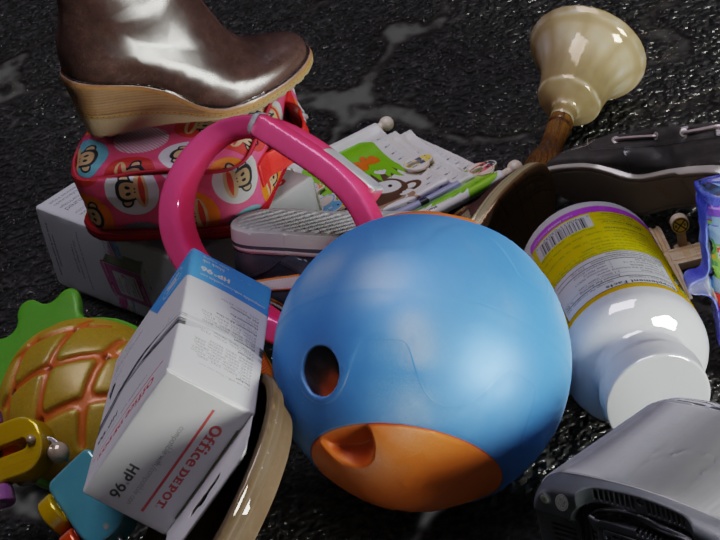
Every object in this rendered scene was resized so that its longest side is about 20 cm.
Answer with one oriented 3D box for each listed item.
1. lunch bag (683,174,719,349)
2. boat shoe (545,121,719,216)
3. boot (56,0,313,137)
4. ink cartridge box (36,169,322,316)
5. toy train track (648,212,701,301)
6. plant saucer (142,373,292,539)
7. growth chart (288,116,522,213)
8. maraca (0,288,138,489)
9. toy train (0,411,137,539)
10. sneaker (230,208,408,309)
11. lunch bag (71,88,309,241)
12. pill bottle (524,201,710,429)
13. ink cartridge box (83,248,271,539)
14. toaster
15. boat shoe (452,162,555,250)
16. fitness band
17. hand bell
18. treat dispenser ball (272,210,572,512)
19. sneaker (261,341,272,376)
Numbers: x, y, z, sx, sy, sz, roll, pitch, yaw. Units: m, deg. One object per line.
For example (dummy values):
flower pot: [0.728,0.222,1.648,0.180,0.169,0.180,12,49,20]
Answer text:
lunch bag: [0.322,-0.003,1.562,0.199,0.151,0.094,-10,30,6]
boat shoe: [0.232,-0.083,1.789,0.199,0.067,0.057,2,56,44]
boot: [-0.137,-0.196,1.741,0.199,0.167,0.072,-16,34,-14]
ink cartridge box: [-0.144,-0.031,1.870,0.200,0.085,0.144,19,44,41]
toy train track: [0.268,-0.025,1.738,0.199,0.033,0.115,-13,30,0]
plant saucer: [-0.098,0.160,1.477,0.029,0.200,0.200,29,30,-12]
growth chart: [0.024,-0.079,1.947,0.144,0.018,0.200,-32,34,-26]
maraca: [-0.212,0.087,1.669,0.137,0.107,0.200,-43,47,-11]
toy train: [-0.227,0.177,1.569,0.199,0.056,0.151,8,81,27]
sneaker: [0.000,0.000,1.701,0.199,0.080,0.078,4,22,26]
lunch bag: [-0.123,-0.102,1.814,0.175,0.082,0.200,-2,32,16]
pill bottle: [0.182,0.039,1.598,0.104,0.105,0.200,-15,31,-2]
ink cartridge box: [-0.121,0.088,1.502,0.068,0.116,0.200,29,27,-13]
toaster: [0.213,0.155,1.384,0.199,0.114,0.129,13,37,41]
boat shoe: [0.079,-0.020,1.775,0.072,0.072,0.200,10,46,38]
fitness band: [-0.061,-0.028,1.662,0.200,0.144,0.037,35,16,24]
hand bell: [0.164,-0.119,1.906,0.104,0.104,0.200,2,45,26]
treat dispenser ball: [0.041,0.060,1.524,0.200,0.202,0.201,-10,30,6]
sneaker: [-0.083,0.104,1.635,0.077,0.073,0.200,22,39,-23]
